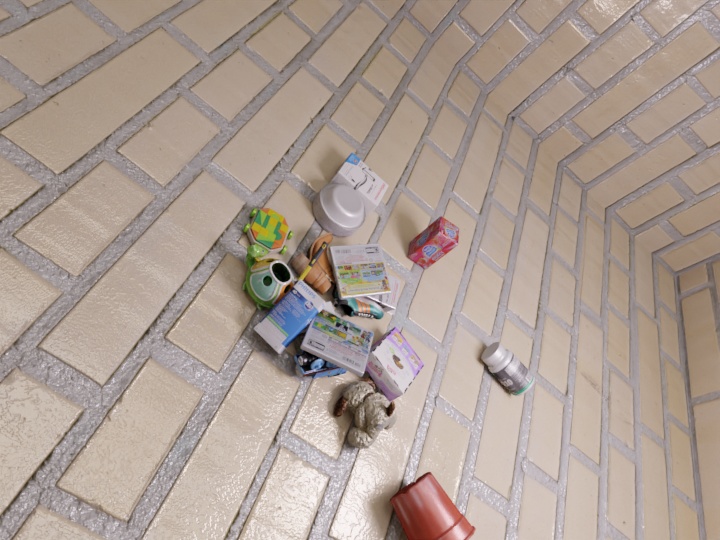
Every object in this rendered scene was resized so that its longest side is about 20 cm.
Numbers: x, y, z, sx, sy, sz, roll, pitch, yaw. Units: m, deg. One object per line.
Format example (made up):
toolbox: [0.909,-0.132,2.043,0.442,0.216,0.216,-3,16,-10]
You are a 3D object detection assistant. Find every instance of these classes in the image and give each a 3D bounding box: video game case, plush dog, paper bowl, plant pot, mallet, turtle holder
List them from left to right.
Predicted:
turtle holder: [-0.274,0.016,1.619,0.140,0.132,0.187,2,63,-36]
mallet: [-0.160,-0.001,1.715,0.066,0.041,0.200,43,83,-11]
video game case: [-0.065,0.209,1.593,0.198,0.022,0.183,25,36,-4]
paper bowl: [-0.068,-0.232,1.951,0.199,0.104,0.203,19,53,-27]
video game case: [0.000,0.000,1.801,0.198,0.023,0.184,-5,71,-29]
plush dog: [0.018,0.410,1.618,0.171,0.162,0.199,37,39,24]
plant pot: [0.196,0.709,1.537,0.200,0.201,0.196,-17,67,-42]

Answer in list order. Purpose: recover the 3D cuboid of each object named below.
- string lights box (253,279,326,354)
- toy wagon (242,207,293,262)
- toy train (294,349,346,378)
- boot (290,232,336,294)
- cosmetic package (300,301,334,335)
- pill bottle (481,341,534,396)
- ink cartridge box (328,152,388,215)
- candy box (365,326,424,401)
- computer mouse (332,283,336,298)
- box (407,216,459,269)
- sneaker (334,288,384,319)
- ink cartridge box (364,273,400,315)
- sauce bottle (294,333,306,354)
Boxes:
string lights box: [-0.206,0.136,1.566,0.103,0.059,0.200,41,79,12]
toy wagon: [-0.305,-0.112,1.737,0.154,0.040,0.201,31,49,-19]
toy train: [-0.109,0.272,1.603,0.198,0.115,0.087,-6,48,-39]
boot: [-0.121,-0.026,1.794,0.155,0.077,0.200,44,51,1]
cosmetic package: [-0.169,0.158,1.671,0.198,0.051,0.083,-8,67,-40]
pill bottle: [0.571,0.381,2.068,0.200,0.113,0.113,46,46,-5]
ink cartridge box: [-0.004,-0.336,2.075,0.199,0.084,0.147,39,47,-12]
candy box: [0.106,0.305,1.754,0.168,0.071,0.200,53,32,1]
computer mouse: [-0.053,0.024,1.862,0.059,0.034,0.201,57,46,-27]
box: [0.284,-0.106,2.079,0.099,0.200,0.096,31,47,-19]
sneaker: [-0.009,0.132,1.807,0.199,0.071,0.081,30,64,-23]
ink cartridge box: [0.071,0.069,1.882,0.199,0.068,0.117,25,65,-27]
sauce bottle: [-0.113,0.217,1.672,0.199,0.065,0.065,-7,69,-42]
